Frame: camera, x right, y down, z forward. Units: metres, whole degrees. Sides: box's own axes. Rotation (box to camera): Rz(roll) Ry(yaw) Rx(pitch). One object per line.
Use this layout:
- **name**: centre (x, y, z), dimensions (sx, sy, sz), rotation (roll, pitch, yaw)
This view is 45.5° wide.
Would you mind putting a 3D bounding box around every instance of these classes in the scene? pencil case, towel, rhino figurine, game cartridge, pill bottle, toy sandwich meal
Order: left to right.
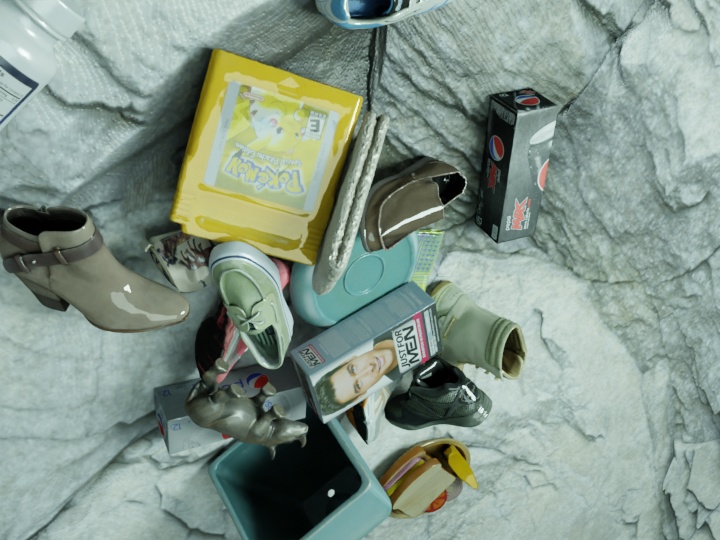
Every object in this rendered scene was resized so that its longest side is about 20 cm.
- **pill bottle**: centre (-0.348, -0.187, 0.774), dimensions (0.200, 0.111, 0.111), rotation (-43, 133, 3)
- **pencil case**: centre (-0.155, -0.047, 1.012), dimensions (0.199, 0.078, 0.090), rotation (-30, 113, -9)
- **rhino figurine**: centre (-0.141, 0.189, 1.109), dimensions (0.087, 0.060, 0.200), rotation (-38, 131, 19)
- **game cartridge**: centre (-0.105, -0.121, 0.953), dimensions (0.175, 0.032, 0.202), rotation (14, 97, -19)
- **towel**: centre (-0.015, -0.078, 0.999), dimensions (0.034, 0.133, 0.202), rotation (17, 75, -5)
- **towel**: centre (0.020, 0.004, 1.190), dimensions (0.198, 0.023, 0.145), rotation (0, 121, -30)
- **toy sandwich meal**: centre (0.118, 0.371, 1.480), dimensions (0.204, 0.070, 0.207), rotation (-16, 129, -21)

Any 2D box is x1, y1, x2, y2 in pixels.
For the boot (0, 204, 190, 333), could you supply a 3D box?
- **boot**: centre (-0.289, -0.005, 0.928), dimensions (0.198, 0.071, 0.147), rotation (5, 140, -2)

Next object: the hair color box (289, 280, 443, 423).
- **hair color box**: centre (0.011, 0.109, 1.156), dimensions (0.199, 0.061, 0.100), rotation (-29, 134, -17)

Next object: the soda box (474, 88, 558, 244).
- **soda box**: centre (0.210, -0.141, 1.172), dimensions (0.070, 0.063, 0.201), rotation (-14, 129, -22)

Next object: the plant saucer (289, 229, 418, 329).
- **plant saucer**: centre (0.000, 0.000, 1.130), dimensions (0.199, 0.027, 0.201), rotation (-20, 131, -25)

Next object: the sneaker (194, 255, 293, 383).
- **sneaker**: centre (-0.146, 0.069, 1.104), dimensions (0.086, 0.074, 0.201), rotation (11, 116, -37)

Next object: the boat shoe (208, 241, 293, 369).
- **boat shoe**: centre (-0.120, 0.044, 0.997), dimensions (0.071, 0.062, 0.201), rotation (-11, 143, 10)

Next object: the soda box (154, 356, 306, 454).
- **soda box**: centre (-0.175, 0.182, 1.172), dimensions (0.198, 0.068, 0.064), rotation (-12, 128, -24)

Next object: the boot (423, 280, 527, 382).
- **boot**: centre (0.170, 0.128, 1.274), dimensions (0.072, 0.154, 0.201), rotation (-31, 135, -33)

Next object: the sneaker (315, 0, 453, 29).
- **sneaker**: centre (0.049, -0.308, 0.950), dimensions (0.199, 0.073, 0.072), rotation (-20, 129, -19)

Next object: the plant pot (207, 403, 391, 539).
- **plant pot**: centre (-0.065, 0.332, 1.268), dimensions (0.196, 0.196, 0.200), rotation (-40, 141, 1)

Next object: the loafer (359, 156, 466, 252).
- **loafer**: centre (0.068, -0.087, 1.065), dimensions (0.200, 0.071, 0.074), rotation (-44, 132, -40)

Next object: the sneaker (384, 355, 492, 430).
- **sneaker**: centre (0.094, 0.181, 1.287), dimensions (0.114, 0.199, 0.076), rotation (51, 55, -19)

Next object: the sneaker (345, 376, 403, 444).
- **sneaker**: centre (0.028, 0.176, 1.288), dimensions (0.091, 0.076, 0.201), rotation (-19, 131, -23)
